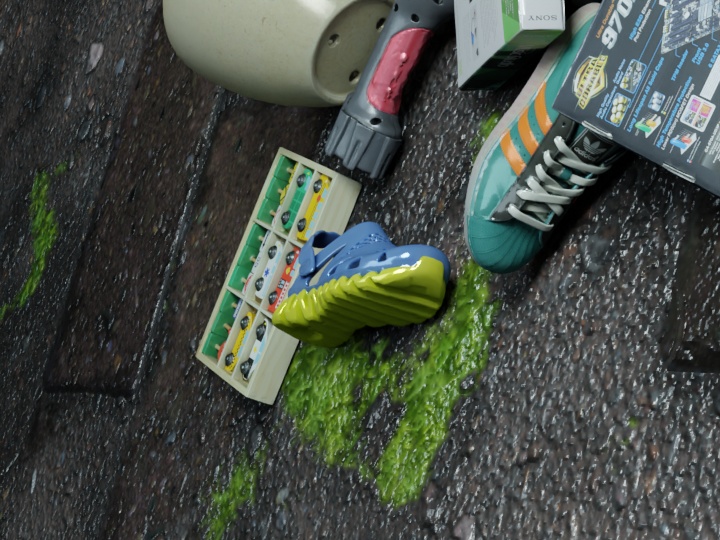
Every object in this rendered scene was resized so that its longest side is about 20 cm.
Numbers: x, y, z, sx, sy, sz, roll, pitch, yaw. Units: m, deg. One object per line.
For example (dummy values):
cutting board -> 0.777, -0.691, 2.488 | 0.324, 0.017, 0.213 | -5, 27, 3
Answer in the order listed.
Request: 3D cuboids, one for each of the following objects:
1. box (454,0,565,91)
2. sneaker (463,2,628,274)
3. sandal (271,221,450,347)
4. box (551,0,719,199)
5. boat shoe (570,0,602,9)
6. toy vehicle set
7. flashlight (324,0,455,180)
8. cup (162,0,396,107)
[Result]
box -> 0.102, -0.218, 1.383 | 0.200, 0.036, 0.146 | 145, 123, -80
sneaker -> 0.136, -0.084, 1.311 | 0.201, 0.071, 0.080 | -64, 25, 7
sandal -> 0.000, 0.000, 1.487 | 0.199, 0.079, 0.088 | -13, 57, 54
box -> 0.224, -0.155, 1.190 | 0.159, 0.046, 0.201 | 33, 102, 43
boat shoe -> 0.170, -0.273, 1.392 | 0.093, 0.075, 0.201 | -35, 43, 24
toy vehicle set -> -0.072, 0.002, 1.655 | 0.124, 0.026, 0.201 | 26, 95, 61
flashlight -> 0.039, -0.170, 1.546 | 0.068, 0.068, 0.201 | -81, 15, -76
cup -> -0.043, -0.215, 1.605 | 0.143, 0.200, 0.201 | 40, 108, 38
